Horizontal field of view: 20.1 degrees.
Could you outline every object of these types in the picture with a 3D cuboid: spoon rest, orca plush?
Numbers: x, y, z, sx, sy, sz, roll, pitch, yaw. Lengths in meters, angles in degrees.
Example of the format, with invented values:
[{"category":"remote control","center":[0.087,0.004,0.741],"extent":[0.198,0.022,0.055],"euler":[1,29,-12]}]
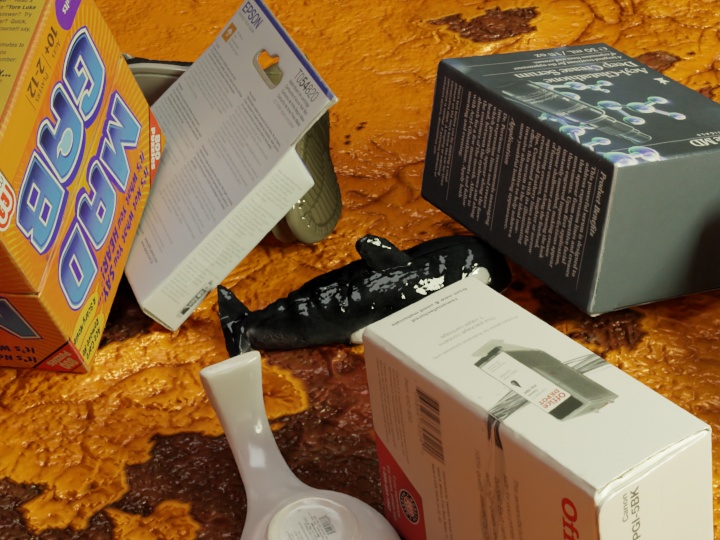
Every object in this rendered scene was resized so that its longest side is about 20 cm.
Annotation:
[{"category":"spoon rest","center":[-0.041,0.137,1.200],"extent":[0.099,0.061,0.200],"euler":[-19,48,-11]},{"category":"orca plush","center":[0.000,0.000,1.368],"extent":[0.199,0.071,0.105],"euler":[-5,34,7]}]

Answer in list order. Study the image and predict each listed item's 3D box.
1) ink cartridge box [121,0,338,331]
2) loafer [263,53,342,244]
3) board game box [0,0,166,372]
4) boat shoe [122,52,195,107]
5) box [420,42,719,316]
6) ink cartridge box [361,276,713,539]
[{"category":"ink cartridge box","center":[-0.103,-0.082,1.456],"extent":[0.200,0.041,0.200],"euler":[-46,35,9]},{"category":"loafer","center":[-0.058,-0.084,1.511],"extent":[0.067,0.076,0.200],"euler":[-20,35,14]},{"category":"board game box","center":[-0.277,-0.072,1.377],"extent":[0.199,0.200,0.201],"euler":[3,58,19]},{"category":"boat shoe","center":[-0.179,-0.140,1.610],"extent":[0.199,0.074,0.060],"euler":[-9,34,32]},{"category":"box","center":[0.158,-0.067,1.366],"extent":[0.148,0.108,0.200],"euler":[-10,30,-32]},{"category":"ink cartridge box","center":[0.097,0.114,1.105],"extent":[0.083,0.147,0.200],"euler":[-26,37,-27]}]
